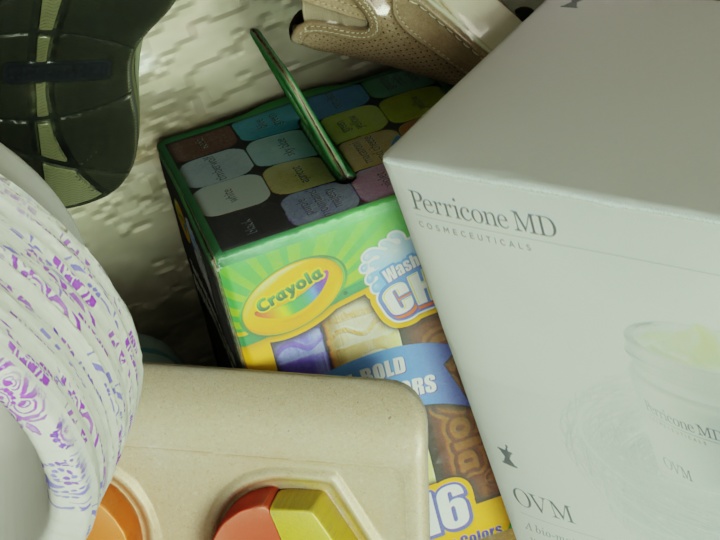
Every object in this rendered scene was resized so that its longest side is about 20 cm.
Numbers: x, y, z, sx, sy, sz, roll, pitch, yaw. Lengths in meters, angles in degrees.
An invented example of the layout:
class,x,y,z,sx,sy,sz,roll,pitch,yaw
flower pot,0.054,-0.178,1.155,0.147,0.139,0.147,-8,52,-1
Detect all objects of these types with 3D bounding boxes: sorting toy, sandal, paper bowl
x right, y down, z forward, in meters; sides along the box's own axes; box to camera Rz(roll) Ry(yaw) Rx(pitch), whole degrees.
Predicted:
class,x,y,z,sx,sy,sz,roll,pitch,yaw
sorting toy,-0.064,0.134,1.032,0.184,0.036,0.201,4,110,13
sandal,-0.111,-0.102,1.018,0.079,0.058,0.201,3,140,-16
paper bowl,-0.171,0.018,0.937,0.200,0.105,0.201,11,141,9

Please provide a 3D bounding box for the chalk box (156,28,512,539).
class,x,y,z,sx,sy,sz,roll,pitch,yaw
chalk box,0.000,0.000,1.073,0.123,0.125,0.201,-17,118,-8

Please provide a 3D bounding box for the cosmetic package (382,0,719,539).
class,x,y,z,sx,sy,sz,roll,pitch,yaw
cosmetic package,0.140,0.021,0.958,0.123,0.199,0.201,-42,127,-33

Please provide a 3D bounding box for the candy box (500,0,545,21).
class,x,y,z,sx,sy,sz,roll,pitch,yaw
candy box,0.080,-0.171,1.056,0.200,0.061,0.136,40,97,-26

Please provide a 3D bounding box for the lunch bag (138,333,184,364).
class,x,y,z,sx,sy,sz,roll,pitch,yaw
lunch bag,-0.139,0.124,1.114,0.199,0.082,0.161,-23,114,-6

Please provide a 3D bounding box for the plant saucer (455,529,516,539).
class,x,y,z,sx,sy,sz,roll,pitch,yaw
plant saucer,0.007,0.165,1.152,0.200,0.035,0.200,-35,153,-21

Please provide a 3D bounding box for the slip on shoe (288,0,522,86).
class,x,y,z,sx,sy,sz,roll,pitch,yaw
slip on shoe,-0.004,-0.107,1.036,0.200,0.076,0.061,38,93,-11
